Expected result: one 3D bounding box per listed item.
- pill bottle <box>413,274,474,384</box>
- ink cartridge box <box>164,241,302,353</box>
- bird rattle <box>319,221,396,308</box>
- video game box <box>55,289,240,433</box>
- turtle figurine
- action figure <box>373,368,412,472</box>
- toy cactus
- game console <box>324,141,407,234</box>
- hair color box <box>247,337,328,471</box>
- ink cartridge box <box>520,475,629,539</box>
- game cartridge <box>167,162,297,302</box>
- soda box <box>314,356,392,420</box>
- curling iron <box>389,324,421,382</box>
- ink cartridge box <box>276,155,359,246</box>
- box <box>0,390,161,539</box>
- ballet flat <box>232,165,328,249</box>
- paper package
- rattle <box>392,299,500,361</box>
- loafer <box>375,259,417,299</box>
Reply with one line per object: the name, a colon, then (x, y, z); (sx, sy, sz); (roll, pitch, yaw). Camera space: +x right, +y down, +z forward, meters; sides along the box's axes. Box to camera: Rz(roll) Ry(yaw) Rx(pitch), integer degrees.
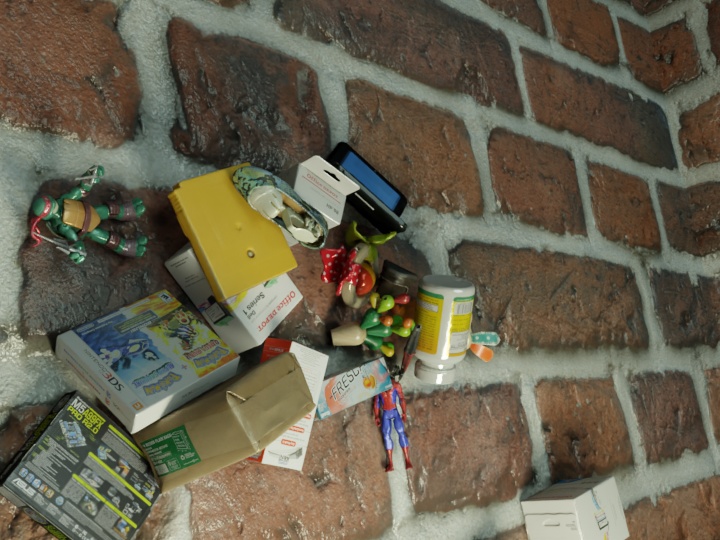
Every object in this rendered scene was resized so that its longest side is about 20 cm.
pill bottle: (0.159, 0.118, 1.555); (0.112, 0.112, 0.201); (-8, 109, -46)
ink cartridge box: (-0.212, 0.018, 1.339); (0.200, 0.084, 0.145); (55, 45, -15)
bird rattle: (0.000, 0.000, 1.537); (0.200, 0.112, 0.164); (-62, 150, -50)
video game box: (-0.311, 0.126, 1.159); (0.182, 0.047, 0.200); (39, 40, 20)
turtle figurine: (-0.410, -0.082, 1.167); (0.200, 0.100, 0.151); (17, 78, -57)
action figure: (0.061, 0.288, 1.532); (0.052, 0.065, 0.201); (29, 50, -71)
toy cactus: (0.023, 0.105, 1.511); (0.164, 0.200, 0.103); (-11, 67, -7)
game console: (0.023, -0.177, 1.604); (0.200, 0.176, 0.117); (40, 78, -11)
hair color box: (-0.129, 0.225, 1.316); (0.111, 0.064, 0.201); (31, 67, -52)
ink cartridge box: (0.493, 0.573, 1.804); (0.199, 0.147, 0.146); (-5, 79, -46)
game cartridge: (-0.210, -0.067, 1.294); (0.176, 0.032, 0.201); (-26, 90, -48)
soda box: (-0.034, 0.220, 1.456); (0.199, 0.068, 0.064); (-16, 87, -46)
curling iron: (0.092, 0.164, 1.527); (0.025, 0.200, 0.050); (32, 52, 10)
ink cartridge box: (-0.110, -0.119, 1.407); (0.116, 0.199, 0.067); (33, 54, -32)
box: (-0.381, 0.294, 1.099); (0.200, 0.044, 0.161); (49, 46, -22)
ballet flat: (-0.128, -0.101, 1.309); (0.200, 0.074, 0.075); (33, 55, -29)
paper package: (-0.199, 0.222, 1.164); (0.104, 0.199, 0.190); (64, 26, 0)
rattle: (0.184, 0.126, 1.632); (0.200, 0.130, 0.143); (51, 16, 11)
loafer: (0.068, 0.032, 1.562); (0.073, 0.200, 0.072); (27, 84, 9)
